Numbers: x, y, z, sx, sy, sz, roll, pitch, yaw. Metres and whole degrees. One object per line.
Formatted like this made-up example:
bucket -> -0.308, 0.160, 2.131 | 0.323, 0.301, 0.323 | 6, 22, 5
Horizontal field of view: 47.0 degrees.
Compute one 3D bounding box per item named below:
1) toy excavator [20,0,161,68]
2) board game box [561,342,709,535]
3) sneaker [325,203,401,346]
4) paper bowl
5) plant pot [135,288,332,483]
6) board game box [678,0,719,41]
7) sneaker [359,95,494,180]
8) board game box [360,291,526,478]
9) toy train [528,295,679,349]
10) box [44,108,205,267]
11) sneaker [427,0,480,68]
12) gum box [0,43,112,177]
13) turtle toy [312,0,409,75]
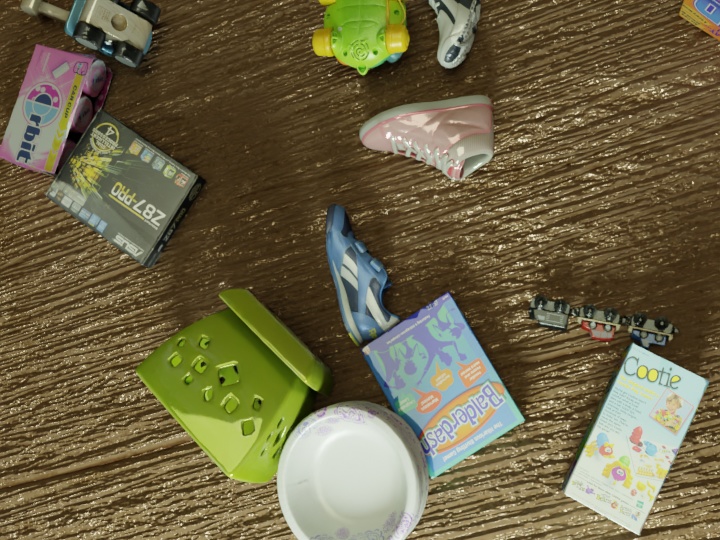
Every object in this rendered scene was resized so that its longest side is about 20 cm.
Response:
toy excavator -> -0.439, -0.400, 1.331 | 0.192, 0.199, 0.102 | 23, 84, -29
board game box -> 0.342, 0.209, 1.046 | 0.103, 0.103, 0.203 | 26, 88, 16
sneaker -> 0.000, 0.000, 1.177 | 0.080, 0.074, 0.205 | -16, 85, 8
paper bowl -> -0.005, 0.277, 1.108 | 0.196, 0.104, 0.206 | 0, 89, 19
plant pot -> -0.153, 0.150, 1.128 | 0.199, 0.199, 0.182 | 41, 85, 16
board game box -> 0.556, -0.395, 1.041 | 0.199, 0.200, 0.201 | 38, 90, 16
sneaker -> 0.097, -0.178, 1.177 | 0.195, 0.075, 0.107 | -9, 74, 7
board game box -> 0.112, 0.156, 1.138 | 0.150, 0.045, 0.202 | -33, 76, 6
toy train -> 0.323, 0.071, 1.108 | 0.195, 0.034, 0.047 | 10, 87, 15
box -> -0.363, -0.128, 1.281 | 0.198, 0.049, 0.163 | 34, 91, 8
sneaker -> 0.111, -0.397, 1.208 | 0.127, 0.079, 0.204 | 14, 84, 16
gum box -> -0.486, -0.256, 1.330 | 0.111, 0.066, 0.205 | 16, 86, 16
turtle toy -> 0.012, -0.383, 1.216 | 0.142, 0.101, 0.205 | 2, 81, 15
